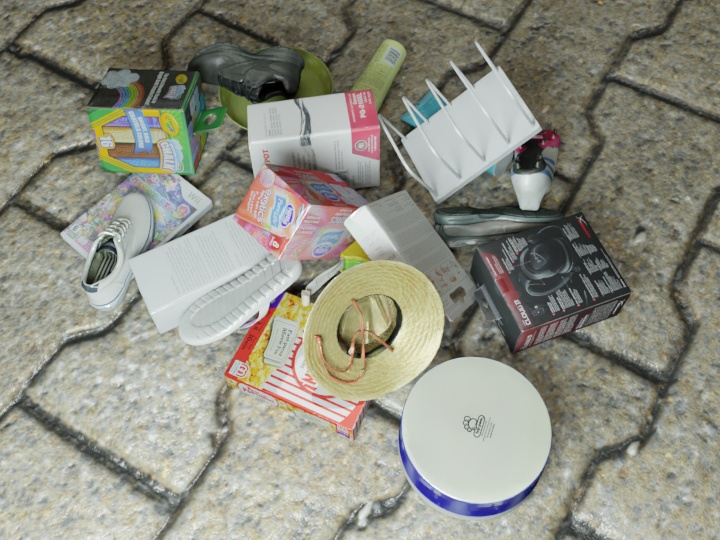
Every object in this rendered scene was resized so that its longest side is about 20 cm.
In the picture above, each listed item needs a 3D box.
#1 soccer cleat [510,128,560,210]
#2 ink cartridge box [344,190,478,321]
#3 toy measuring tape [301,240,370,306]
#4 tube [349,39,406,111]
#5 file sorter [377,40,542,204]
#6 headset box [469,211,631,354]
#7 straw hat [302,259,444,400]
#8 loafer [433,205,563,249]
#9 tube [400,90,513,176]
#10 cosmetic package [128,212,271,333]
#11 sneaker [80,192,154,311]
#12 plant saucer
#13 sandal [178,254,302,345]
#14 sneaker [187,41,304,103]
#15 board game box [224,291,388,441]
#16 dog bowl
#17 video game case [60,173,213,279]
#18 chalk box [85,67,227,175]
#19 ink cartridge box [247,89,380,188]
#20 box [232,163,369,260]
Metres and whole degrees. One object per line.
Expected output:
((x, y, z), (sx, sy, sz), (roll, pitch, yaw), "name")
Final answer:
((0.276, -0.162, 1.308), (0.069, 0.087, 0.200), (3, 29, 21), "soccer cleat")
((0.080, -0.016, 1.184), (0.050, 0.161, 0.201), (-37, 86, 27), "ink cartridge box")
((0.000, 0.000, 1.210), (0.073, 0.074, 0.200), (36, 54, 20), "toy measuring tape")
((0.016, -0.310, 1.417), (0.058, 0.052, 0.201), (-3, 52, 50), "tube")
((0.149, -0.233, 1.273), (0.199, 0.124, 0.140), (-35, 60, 15), "file sorter")
((0.264, 0.019, 1.196), (0.198, 0.077, 0.150), (-19, 62, -12), "headset box")
((0.007, 0.069, 1.111), (0.199, 0.203, 0.085), (-18, 20, -9), "straw hat")
((0.210, -0.064, 1.268), (0.197, 0.064, 0.072), (1, 20, 0), "loafer")
((0.162, -0.229, 1.367), (0.077, 0.051, 0.200), (-41, 62, -17), "tube")
((-0.230, -0.001, 1.225), (0.198, 0.071, 0.102), (-24, 63, -13), "cosmetic package")
((-0.360, -0.040, 1.229), (0.072, 0.071, 0.202), (6, 60, 5), "sneaker")
((-0.145, -0.305, 1.423), (0.197, 0.031, 0.202), (-1, 59, 1), "plant saucer")
((-0.163, 0.050, 1.168), (0.202, 0.050, 0.083), (-33, 47, -1), "sandal")
((-0.195, -0.327, 1.380), (0.197, 0.076, 0.092), (0, 65, 4), "sneaker")
((-0.068, 0.129, 1.161), (0.198, 0.046, 0.152), (21, 62, 12), "board game box")
((0.149, 0.219, 1.086), (0.198, 0.079, 0.202), (0, 59, 1), "dog bowl")
((-0.353, -0.081, 1.305), (0.143, 0.018, 0.200), (36, 66, 20), "video game case")
((-0.315, -0.239, 1.322), (0.198, 0.125, 0.126), (4, 43, 3), "chalk box")
((-0.072, -0.195, 1.291), (0.198, 0.145, 0.085), (-8, 58, -3), "ink cartridge box")
((-0.074, -0.081, 1.190), (0.102, 0.199, 0.095), (40, 109, 21), "box")
